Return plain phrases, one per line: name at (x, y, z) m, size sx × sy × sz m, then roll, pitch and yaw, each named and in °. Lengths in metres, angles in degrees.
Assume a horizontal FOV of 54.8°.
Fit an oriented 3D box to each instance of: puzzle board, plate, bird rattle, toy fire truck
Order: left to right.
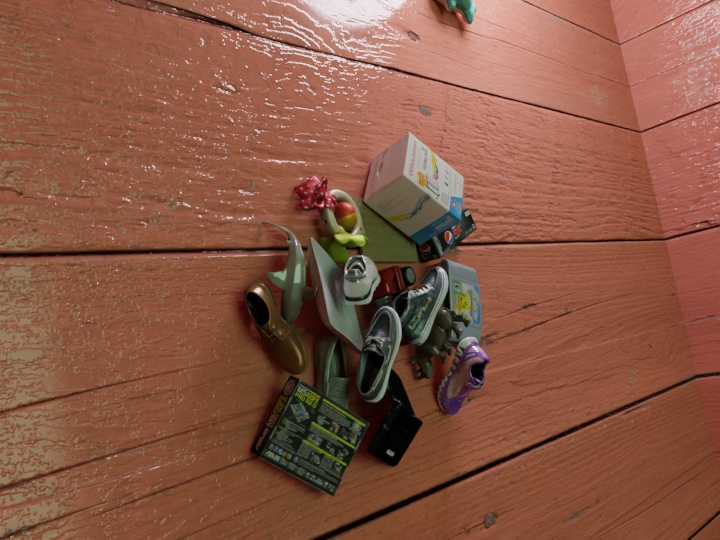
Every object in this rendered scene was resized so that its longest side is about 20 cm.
plate at (-0.055, 0.060, 1.423) m, size 0.200 × 0.032 × 0.203 m, roll 51°, pitch 22°, yaw -58°
bird rattle at (-0.058, -0.118, 1.547) m, size 0.162 × 0.112 × 0.202 m, roll -22°, pitch 81°, yaw -58°
toy fire truck at (0.041, 0.093, 1.556) m, size 0.199 × 0.127 × 0.180 m, roll -13°, pitch 87°, yaw -56°
puzzle board at (0.061, -0.094, 1.690) m, size 0.198 × 0.017 × 0.154 m, roll 0°, pitch 77°, yaw -46°

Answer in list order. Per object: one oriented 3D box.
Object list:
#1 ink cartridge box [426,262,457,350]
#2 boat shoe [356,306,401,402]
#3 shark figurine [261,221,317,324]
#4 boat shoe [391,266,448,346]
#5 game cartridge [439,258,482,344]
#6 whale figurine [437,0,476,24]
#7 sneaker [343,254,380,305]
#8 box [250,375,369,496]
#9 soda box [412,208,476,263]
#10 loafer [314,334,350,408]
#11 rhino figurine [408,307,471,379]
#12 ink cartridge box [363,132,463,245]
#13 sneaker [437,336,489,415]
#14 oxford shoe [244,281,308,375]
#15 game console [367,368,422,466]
ink cartridge box at (0.210, 0.095, 1.747) m, size 0.116 × 0.067 × 0.203 m, roll 36°, pitch 53°, yaw -32°
boat shoe at (0.032, 0.164, 1.417) m, size 0.068 × 0.070 × 0.204 m, roll 51°, pitch 51°, yaw -60°
shark figurine at (-0.150, -0.007, 1.379) m, size 0.088 × 0.128 × 0.219 m, roll 4°, pitch 74°, yaw -31°
boat shoe at (0.130, 0.058, 1.528) m, size 0.091 × 0.070 × 0.203 m, roll 42°, pitch 54°, yaw -31°
game cartridge at (0.250, 0.082, 1.718) m, size 0.132 × 0.040 × 0.204 m, roll 17°, pitch 66°, yaw -46°
whale figurine at (0.298, -0.844, 2.093) m, size 0.200 × 0.103 × 0.161 m, roll 41°, pitch 52°, yaw -29°
sneaker at (0.000, 0.000, 1.483) m, size 0.201 × 0.075 × 0.082 m, roll -85°, pitch 166°, yaw -68°
box at (-0.094, 0.323, 1.350) m, size 0.199 × 0.044 × 0.162 m, roll 37°, pitch 73°, yaw -31°
soda box at (0.222, -0.092, 1.811) m, size 0.199 × 0.070 × 0.064 m, roll -34°, pitch 103°, yaw -45°
loafer at (-0.054, 0.235, 1.434) m, size 0.069 × 0.069 × 0.204 m, roll 1°, pitch 77°, yaw -42°
rhino figurine at (0.174, 0.175, 1.628) m, size 0.087 × 0.202 × 0.060 m, roll 33°, pitch 22°, yaw 15°
ink cartridge box at (0.131, -0.196, 1.679) m, size 0.199 × 0.144 × 0.149 m, roll 33°, pitch 48°, yaw -28°
sneaker at (0.253, 0.266, 1.670) m, size 0.079 × 0.088 × 0.204 m, roll 3°, pitch 113°, yaw -41°
oxford shoe at (-0.169, 0.120, 1.338) m, size 0.202 × 0.071 × 0.071 m, roll 58°, pitch 8°, yaw -6°
game console at (0.055, 0.307, 1.502) m, size 0.177 × 0.115 × 0.200 m, roll -56°, pitch 151°, yaw -10°
